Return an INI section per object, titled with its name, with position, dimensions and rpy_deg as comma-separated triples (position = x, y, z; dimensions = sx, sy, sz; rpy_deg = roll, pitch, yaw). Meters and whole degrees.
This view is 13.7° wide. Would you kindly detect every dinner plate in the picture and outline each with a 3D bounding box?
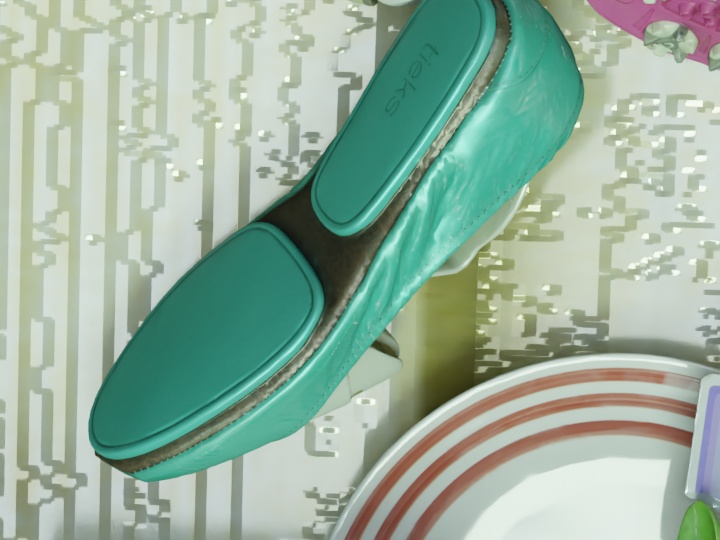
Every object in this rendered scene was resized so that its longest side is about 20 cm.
[dinner plate]
position = 0.082, 0.125, 0.964
dimensions = 0.200, 0.024, 0.200
rpy_deg = 0, 95, 2

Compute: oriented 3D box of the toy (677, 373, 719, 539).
[toy]
position = 0.197, 0.100, 0.927
dimensions = 0.200, 0.047, 0.115
rpy_deg = 6, 95, -9

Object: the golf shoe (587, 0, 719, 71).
[golf shoe]
position = 0.167, -0.107, 0.925
dimensions = 0.200, 0.075, 0.092
rpy_deg = 3, 59, 13

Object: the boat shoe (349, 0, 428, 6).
[boat shoe]
position = 0.047, -0.172, 0.911
dimensions = 0.068, 0.075, 0.200
rpy_deg = 17, 95, 6

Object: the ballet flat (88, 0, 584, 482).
[ballet flat]
position = 0.000, 0.000, 0.930
dimensions = 0.070, 0.067, 0.200
rpy_deg = 29, 108, -39
